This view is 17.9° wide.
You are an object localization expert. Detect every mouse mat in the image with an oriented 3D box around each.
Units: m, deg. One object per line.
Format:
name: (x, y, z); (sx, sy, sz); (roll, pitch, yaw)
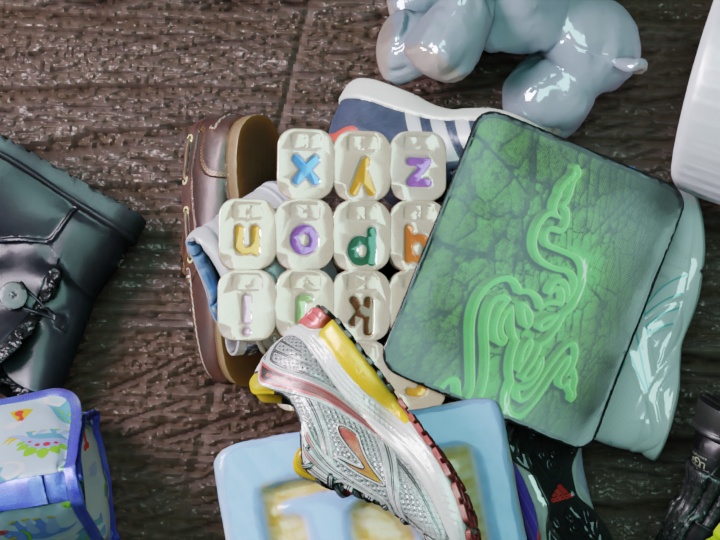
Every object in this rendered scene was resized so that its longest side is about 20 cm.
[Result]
mouse mat: (0.121, 0.005, 1.590); (0.161, 0.008, 0.200); (22, 83, -2)

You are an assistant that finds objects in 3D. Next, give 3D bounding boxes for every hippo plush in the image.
hippo plush: (0.123, -0.187, 1.689); (0.161, 0.159, 0.200); (35, 97, -23)

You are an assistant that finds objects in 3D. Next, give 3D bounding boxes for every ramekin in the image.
ramekin: (0.291, -0.133, 1.630); (0.098, 0.200, 0.201); (17, 80, 11)

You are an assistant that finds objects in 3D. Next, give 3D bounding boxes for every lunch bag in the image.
lunch bag: (-0.263, 0.156, 1.577); (0.170, 0.200, 0.128); (-11, 89, 0)

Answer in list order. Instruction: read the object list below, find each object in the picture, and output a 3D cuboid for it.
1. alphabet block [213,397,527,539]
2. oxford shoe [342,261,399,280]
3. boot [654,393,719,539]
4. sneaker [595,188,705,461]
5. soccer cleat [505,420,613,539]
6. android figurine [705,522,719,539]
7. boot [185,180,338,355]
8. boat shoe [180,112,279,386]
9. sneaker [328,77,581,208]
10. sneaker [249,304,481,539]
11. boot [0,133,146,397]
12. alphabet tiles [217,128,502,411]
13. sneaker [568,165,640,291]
alphabet block: (0.015, 0.206, 1.567); (0.196, 0.200, 0.196); (-9, 80, 0)
oxford shoe: (0.077, -0.015, 1.670); (0.200, 0.073, 0.071); (-28, 79, -4)
boot: (0.297, 0.173, 1.622); (0.211, 0.079, 0.158); (7, 103, -27)
sneaker: (0.203, 0.032, 1.662); (0.080, 0.070, 0.201); (13, 80, 6)
soccer cleat: (0.131, 0.152, 1.640); (0.068, 0.073, 0.200); (-12, 77, -21)
android figurine: (0.300, 0.224, 1.574); (0.182, 0.041, 0.200); (-22, 120, -18)
boot: (-0.054, 0.043, 1.633); (0.096, 0.074, 0.200); (-30, 99, -27)
boat shoe: (-0.098, -0.015, 1.682); (0.070, 0.070, 0.200); (-1, 83, 39)
sneaker: (0.063, -0.073, 1.660); (0.200, 0.075, 0.085); (15, 70, 29)
sneaker: (0.006, 0.121, 1.450); (0.082, 0.078, 0.200); (-38, 71, -2)
boot: (-0.278, -0.008, 1.675); (0.200, 0.076, 0.168); (29, 77, 0)
alphabet tiles: (0.000, 0.000, 1.588); (0.200, 0.015, 0.196); (0, 84, -9)
sneaker: (0.137, -0.001, 1.632); (0.200, 0.071, 0.083); (-35, 39, -8)
